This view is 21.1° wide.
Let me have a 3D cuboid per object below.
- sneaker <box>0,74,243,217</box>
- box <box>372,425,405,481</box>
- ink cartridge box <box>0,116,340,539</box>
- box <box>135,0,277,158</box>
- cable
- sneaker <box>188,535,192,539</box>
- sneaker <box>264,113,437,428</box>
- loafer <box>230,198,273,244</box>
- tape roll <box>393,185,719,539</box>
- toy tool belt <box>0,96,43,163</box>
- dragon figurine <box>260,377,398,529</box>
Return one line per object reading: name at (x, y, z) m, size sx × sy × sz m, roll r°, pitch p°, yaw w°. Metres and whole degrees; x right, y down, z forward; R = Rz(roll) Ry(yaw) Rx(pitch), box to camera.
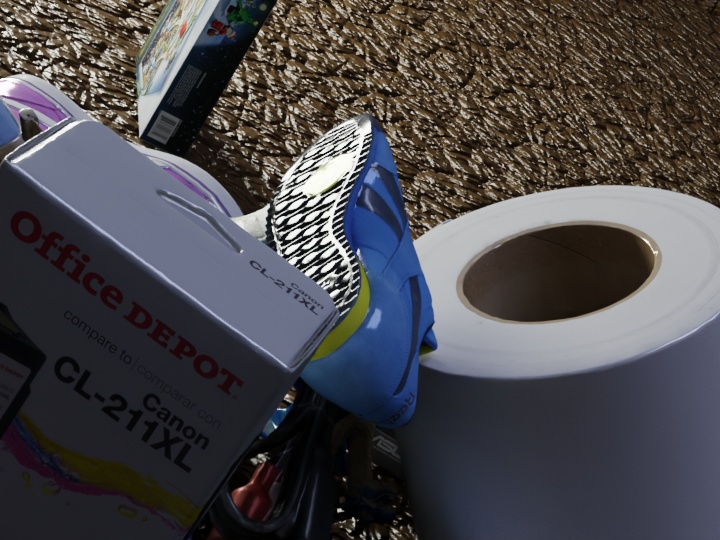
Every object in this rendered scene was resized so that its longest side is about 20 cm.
sneaker at (-0.168, -0.040, 1.147) m, size 0.199 × 0.073 × 0.114 m, roll 29°, pitch 24°, yaw 12°
box at (0.112, 0.086, 1.167) m, size 0.199 × 0.159 × 0.048 m, roll 31°, pitch 22°, yaw -9°
ink cartridge box at (-0.125, 0.060, 0.817) m, size 0.145 × 0.201 × 0.083 m, roll 35°, pitch 21°, yaw 2°
box at (-0.097, -0.196, 1.379) m, size 0.037 × 0.201 × 0.137 m, roll 25°, pitch 24°, yaw -20°
cable at (-0.038, 0.092, 0.983) m, size 0.097 × 0.050 × 0.201 m, roll 43°, pitch 40°, yaw -31°
sneaker at (-0.099, 0.075, 0.985) m, size 0.146 × 0.081 × 0.200 m, roll 6°, pitch 30°, yaw -44°
sneaker at (0.000, 0.000, 0.950) m, size 0.078 × 0.066 × 0.201 m, roll 46°, pitch 24°, yaw -28°
loafer at (-0.075, 0.003, 1.109) m, size 0.198 × 0.063 × 0.072 m, roll -12°, pitch 32°, yaw -3°
tape roll at (0.113, 0.061, 1.015) m, size 0.200 × 0.140 × 0.203 m, roll -10°, pitch 27°, yaw 5°
toy tool belt at (-0.238, -0.046, 1.014) m, size 0.122 × 0.126 × 0.200 m, roll -18°, pitch 41°, yaw -22°
dragon figurine at (-0.025, 0.079, 1.115) m, size 0.058 × 0.100 × 0.200 m, roll 21°, pitch 6°, yaw -27°
